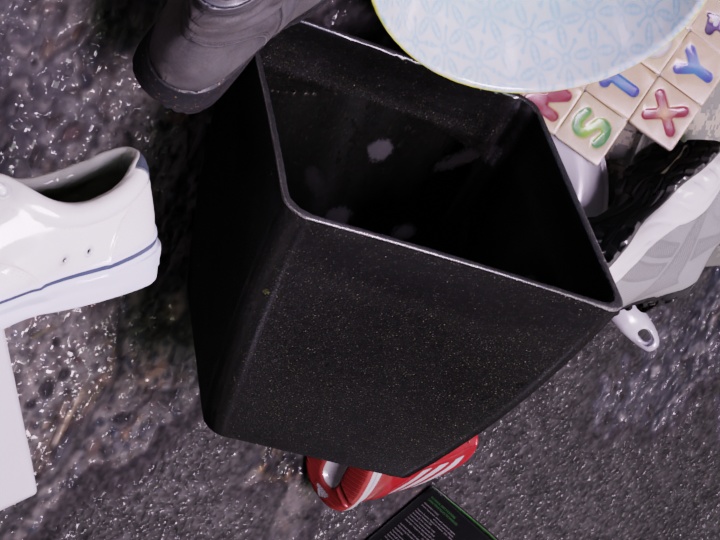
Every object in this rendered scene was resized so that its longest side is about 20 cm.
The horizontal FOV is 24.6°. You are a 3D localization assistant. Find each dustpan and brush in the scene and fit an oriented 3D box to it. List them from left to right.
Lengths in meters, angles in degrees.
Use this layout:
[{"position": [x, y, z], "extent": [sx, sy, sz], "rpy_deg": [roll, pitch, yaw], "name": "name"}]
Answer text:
[{"position": [0.121, -0.026, 1.052], "extent": [0.139, 0.201, 0.057], "rpy_deg": [-42, 170, 14], "name": "dustpan and brush"}]

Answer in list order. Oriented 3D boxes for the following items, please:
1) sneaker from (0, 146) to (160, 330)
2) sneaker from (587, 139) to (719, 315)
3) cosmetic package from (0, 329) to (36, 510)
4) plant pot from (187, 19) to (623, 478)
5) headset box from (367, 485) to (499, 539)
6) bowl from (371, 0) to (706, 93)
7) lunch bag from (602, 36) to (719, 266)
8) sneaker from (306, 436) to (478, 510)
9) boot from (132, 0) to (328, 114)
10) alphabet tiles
[{"position": [-0.178, -0.011, 0.744], "extent": [0.199, 0.073, 0.072], "rpy_deg": [-21, 119, -42], "name": "sneaker"}, {"position": [0.161, -0.001, 0.991], "extent": [0.199, 0.074, 0.080], "rpy_deg": [-36, 115, -27], "name": "sneaker"}, {"position": [-0.230, 0.026, 0.837], "extent": [0.071, 0.101, 0.202], "rpy_deg": [-24, 129, -27], "name": "cosmetic package"}, {"position": [0.000, 0.000, 0.934], "extent": [0.197, 0.201, 0.178], "rpy_deg": [15, 123, -23], "name": "plant pot"}, {"position": [0.096, 0.293, 1.234], "extent": [0.092, 0.174, 0.201], "rpy_deg": [-36, 134, -16], "name": "headset box"}, {"position": [0.099, -0.208, 0.931], "extent": [0.197, 0.109, 0.201], "rpy_deg": [-2, 143, -1], "name": "bowl"}, {"position": [0.203, -0.106, 1.117], "extent": [0.163, 0.117, 0.202], "rpy_deg": [-6, 124, -42], "name": "lunch bag"}, {"position": [0.048, 0.075, 1.133], "extent": [0.115, 0.079, 0.201], "rpy_deg": [-3, 137, -50], "name": "sneaker"}, {"position": [-0.032, -0.172, 0.831], "extent": [0.201, 0.069, 0.132], "rpy_deg": [-59, -173, -29], "name": "boot"}, {"position": [0.137, -0.171, 1.004], "extent": [0.199, 0.006, 0.167], "rpy_deg": [35, 93, -5], "name": "alphabet tiles"}]
